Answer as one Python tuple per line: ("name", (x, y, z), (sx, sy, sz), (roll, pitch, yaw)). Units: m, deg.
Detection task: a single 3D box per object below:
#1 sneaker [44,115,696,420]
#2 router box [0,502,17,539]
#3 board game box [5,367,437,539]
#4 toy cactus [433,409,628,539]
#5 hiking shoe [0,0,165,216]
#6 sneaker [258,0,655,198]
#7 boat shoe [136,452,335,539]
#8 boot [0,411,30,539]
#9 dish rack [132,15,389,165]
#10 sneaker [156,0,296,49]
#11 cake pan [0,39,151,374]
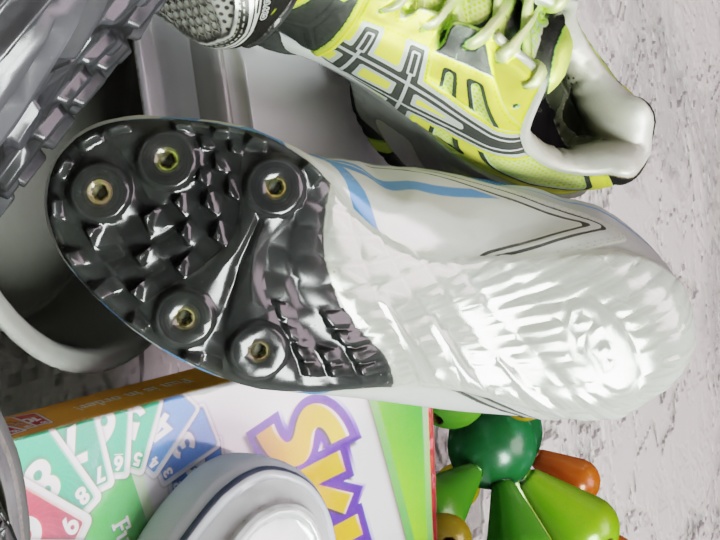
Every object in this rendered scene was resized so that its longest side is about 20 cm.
("sneaker", (0.000, 0.000, 0.787), (0.200, 0.072, 0.072), (14, 96, -25))
("router box", (-0.132, 0.084, 0.535), (0.149, 0.051, 0.200), (-41, 121, -40))
("board game box", (-0.046, 0.077, 0.795), (0.200, 0.030, 0.096), (-15, 108, -42))
("toy cactus", (0.039, 0.051, 1.067), (0.200, 0.102, 0.165), (39, 36, -59))
("hiking shoe", (-0.107, -0.059, 0.584), (0.101, 0.200, 0.076), (39, 80, -13))
("sneaker", (0.019, -0.082, 0.778), (0.200, 0.076, 0.075), (36, 67, -50))
("boat shoe", (-0.036, 0.148, 0.743), (0.074, 0.065, 0.200), (18, 78, -34))
("boot", (-0.145, 0.102, 0.609), (0.174, 0.069, 0.200), (-28, 98, -50))
("dish rack", (0.007, -0.070, 0.868), (0.200, 0.044, 0.172), (-30, 119, -50))
("sneaker", (-0.097, -0.118, 0.660), (0.200, 0.078, 0.085), (40, 52, -15))
("cake pan", (-0.090, -0.071, 0.785), (0.200, 0.037, 0.201), (0, 90, -68))
